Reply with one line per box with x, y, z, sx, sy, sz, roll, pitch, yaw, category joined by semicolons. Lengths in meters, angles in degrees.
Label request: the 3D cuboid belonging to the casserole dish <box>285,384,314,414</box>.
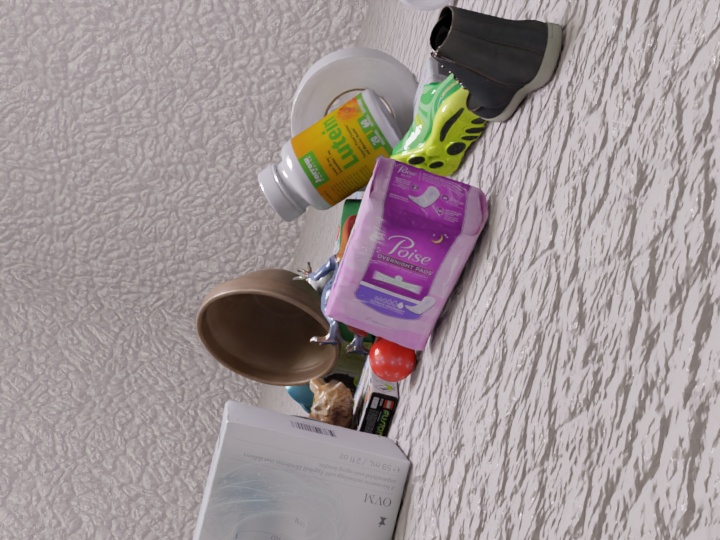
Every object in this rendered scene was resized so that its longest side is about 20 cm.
-0.052;0.139;1.560;0.039;0.121;0.201;-48;22;33;casserole dish

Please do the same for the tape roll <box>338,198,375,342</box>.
0.000;0.000;1.447;0.200;0.048;0.202;2;-90;-85;tape roll

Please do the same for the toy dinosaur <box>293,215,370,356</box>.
-0.001;0.011;1.271;0.200;0.104;0.183;-21;57;62;toy dinosaur

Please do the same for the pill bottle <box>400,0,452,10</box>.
0.105;-0.494;1.557;0.110;0.109;0.201;113;169;-49;pill bottle

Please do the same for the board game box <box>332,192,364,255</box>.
-0.013;-0.011;1.752;0.196;0.056;0.201;123;160;-70;board game box

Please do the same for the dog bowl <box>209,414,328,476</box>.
-0.079;0.264;1.212;0.059;0.199;0.201;-33;-42;-85;dog bowl

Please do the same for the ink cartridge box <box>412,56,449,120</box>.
0.081;-0.158;1.352;0.163;0.057;0.201;-88;18;-57;ink cartridge box

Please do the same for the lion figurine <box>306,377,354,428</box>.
-0.070;0.231;1.281;0.201;0.072;0.123;-63;0;-10;lion figurine

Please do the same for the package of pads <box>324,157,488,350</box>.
0.044;-0.011;1.060;0.201;0.120;0.076;111;175;-46;package of pads

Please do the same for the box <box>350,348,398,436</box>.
0.001;0.212;1.300;0.110;0.034;0.201;-92;17;-65;box

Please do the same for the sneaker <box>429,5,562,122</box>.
0.109;-0.201;0.971;0.200;0.106;0.075;143;140;-79;sneaker

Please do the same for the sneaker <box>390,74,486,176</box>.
0.095;-0.168;1.181;0.200;0.074;0.084;139;143;-62;sneaker

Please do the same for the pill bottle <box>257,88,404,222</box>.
-0.040;-0.154;1.431;0.199;0.111;0.111;-32;20;11;pill bottle

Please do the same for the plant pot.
-0.118;0.063;1.416;0.201;0.200;0.093;112;174;-48;plant pot

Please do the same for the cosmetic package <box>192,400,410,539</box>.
-0.072;0.268;1.103;0.123;0.198;0.201;-157;81;-82;cosmetic package

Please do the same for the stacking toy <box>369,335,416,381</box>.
0.040;0.031;1.194;0.085;0.085;0.201;121;157;-67;stacking toy

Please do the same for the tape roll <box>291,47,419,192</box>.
-0.001;-0.221;1.502;0.071;0.201;0.204;-92;18;-68;tape roll

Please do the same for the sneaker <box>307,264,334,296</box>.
-0.058;0.035;1.513;0.200;0.080;0.077;82;-168;-77;sneaker

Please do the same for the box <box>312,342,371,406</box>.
-0.026;0.160;1.468;0.201;0.075;0.050;-86;10;-48;box
